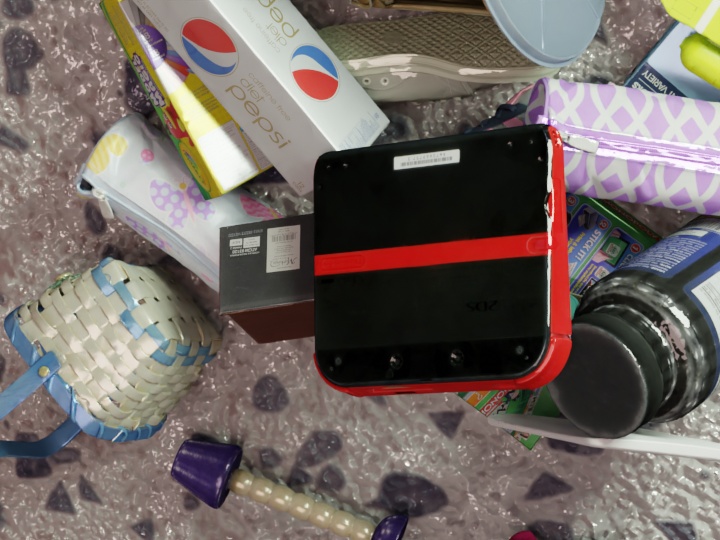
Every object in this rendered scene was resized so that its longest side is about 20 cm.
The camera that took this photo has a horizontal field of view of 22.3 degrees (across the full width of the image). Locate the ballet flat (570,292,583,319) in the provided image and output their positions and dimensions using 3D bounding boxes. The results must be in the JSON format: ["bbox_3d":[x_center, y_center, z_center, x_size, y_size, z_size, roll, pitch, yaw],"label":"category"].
[{"bbox_3d":[0.167,0.053,1.402,0.199,0.068,0.062,25,136,10],"label":"ballet flat"}]

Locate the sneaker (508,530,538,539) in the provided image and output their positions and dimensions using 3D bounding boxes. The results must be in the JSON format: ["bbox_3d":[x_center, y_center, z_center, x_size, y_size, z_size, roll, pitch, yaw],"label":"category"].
[{"bbox_3d":[0.206,0.259,1.465,0.199,0.081,0.075,4,105,14],"label":"sneaker"}]

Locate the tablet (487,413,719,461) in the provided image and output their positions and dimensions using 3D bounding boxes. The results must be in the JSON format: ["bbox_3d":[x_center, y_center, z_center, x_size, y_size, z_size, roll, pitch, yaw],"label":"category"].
[{"bbox_3d":[0.187,0.123,1.354,0.130,0.200,0.014,8,87,-18],"label":"tablet"}]

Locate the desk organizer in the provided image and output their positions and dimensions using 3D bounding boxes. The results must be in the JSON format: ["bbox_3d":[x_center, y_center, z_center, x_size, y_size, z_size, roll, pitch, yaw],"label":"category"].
[{"bbox_3d":[0.000,0.000,1.370,0.199,0.077,0.072,-8,66,16],"label":"desk organizer"}]

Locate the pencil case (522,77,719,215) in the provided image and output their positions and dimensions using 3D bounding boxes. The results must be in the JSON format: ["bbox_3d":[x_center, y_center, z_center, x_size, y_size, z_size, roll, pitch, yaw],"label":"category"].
[{"bbox_3d":[0.207,-0.086,1.289,0.199,0.085,0.084,7,87,-5],"label":"pencil case"}]

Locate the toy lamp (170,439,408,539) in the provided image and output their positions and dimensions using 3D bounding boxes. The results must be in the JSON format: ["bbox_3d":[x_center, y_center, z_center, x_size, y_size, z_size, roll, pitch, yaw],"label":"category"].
[{"bbox_3d":[-0.062,0.193,1.525,0.199,0.058,0.058,21,110,8],"label":"toy lamp"}]

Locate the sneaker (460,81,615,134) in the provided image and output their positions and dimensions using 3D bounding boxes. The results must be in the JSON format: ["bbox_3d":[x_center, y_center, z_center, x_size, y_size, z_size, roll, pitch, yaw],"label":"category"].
[{"bbox_3d":[0.106,-0.095,1.366,0.199,0.070,0.082,-4,89,1],"label":"sneaker"}]

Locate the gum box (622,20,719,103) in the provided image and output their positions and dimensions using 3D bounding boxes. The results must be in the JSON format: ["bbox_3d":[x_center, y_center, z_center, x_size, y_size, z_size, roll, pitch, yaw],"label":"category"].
[{"bbox_3d":[0.318,-0.156,1.331,0.170,0.045,0.200,40,112,0],"label":"gum box"}]

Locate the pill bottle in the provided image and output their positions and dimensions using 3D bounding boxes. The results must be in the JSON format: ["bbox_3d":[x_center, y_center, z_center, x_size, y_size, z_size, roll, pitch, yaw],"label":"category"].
[{"bbox_3d":[0.220,0.039,1.291,0.112,0.200,0.112,22,125,35],"label":"pill bottle"}]

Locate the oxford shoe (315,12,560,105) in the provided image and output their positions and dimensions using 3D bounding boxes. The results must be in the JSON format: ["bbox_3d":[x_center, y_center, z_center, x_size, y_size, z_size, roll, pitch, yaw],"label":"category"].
[{"bbox_3d":[0.055,-0.155,1.391,0.199,0.075,0.058,-2,132,11],"label":"oxford shoe"}]

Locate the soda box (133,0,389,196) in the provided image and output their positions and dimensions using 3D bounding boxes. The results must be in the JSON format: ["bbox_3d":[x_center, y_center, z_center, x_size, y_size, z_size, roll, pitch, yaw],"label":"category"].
[{"bbox_3d":[-0.074,-0.156,1.351,0.200,0.064,0.068,50,139,-12],"label":"soda box"}]

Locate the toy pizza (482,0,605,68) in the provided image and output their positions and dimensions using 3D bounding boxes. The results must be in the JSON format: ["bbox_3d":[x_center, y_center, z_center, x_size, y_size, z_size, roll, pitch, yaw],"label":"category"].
[{"bbox_3d":[0.115,-0.240,1.281,0.032,0.200,0.201,-7,105,35],"label":"toy pizza"}]

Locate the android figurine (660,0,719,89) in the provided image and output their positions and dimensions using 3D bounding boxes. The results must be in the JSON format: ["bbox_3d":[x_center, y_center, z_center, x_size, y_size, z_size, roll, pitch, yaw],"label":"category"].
[{"bbox_3d":[0.291,-0.206,1.278,0.200,0.041,0.182,31,111,5],"label":"android figurine"}]

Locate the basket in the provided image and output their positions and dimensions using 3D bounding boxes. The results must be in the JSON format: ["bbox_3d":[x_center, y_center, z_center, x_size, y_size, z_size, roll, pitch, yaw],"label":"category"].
[{"bbox_3d":[-0.222,0.085,1.478,0.200,0.176,0.139,-45,77,8],"label":"basket"}]

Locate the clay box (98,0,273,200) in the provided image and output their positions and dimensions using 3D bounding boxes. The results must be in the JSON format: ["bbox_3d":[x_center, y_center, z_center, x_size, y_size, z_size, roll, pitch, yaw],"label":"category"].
[{"bbox_3d":[-0.114,-0.169,1.405,0.115,0.048,0.201,-31,98,-22],"label":"clay box"}]

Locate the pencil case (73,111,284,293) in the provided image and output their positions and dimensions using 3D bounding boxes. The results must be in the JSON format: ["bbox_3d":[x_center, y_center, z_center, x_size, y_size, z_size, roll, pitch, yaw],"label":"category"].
[{"bbox_3d":[-0.130,-0.041,1.455,0.200,0.091,0.083,35,114,1],"label":"pencil case"}]

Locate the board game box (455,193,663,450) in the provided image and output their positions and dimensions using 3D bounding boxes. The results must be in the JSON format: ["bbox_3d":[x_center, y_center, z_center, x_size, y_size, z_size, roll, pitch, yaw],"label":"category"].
[{"bbox_3d":[0.139,0.026,1.439,0.134,0.029,0.200,36,111,0],"label":"board game box"}]

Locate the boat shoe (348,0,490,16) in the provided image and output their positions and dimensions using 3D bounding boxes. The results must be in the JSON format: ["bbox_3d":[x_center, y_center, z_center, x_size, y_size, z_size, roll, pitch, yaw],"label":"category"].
[{"bbox_3d":[0.043,-0.223,1.361,0.200,0.063,0.073,9,134,8],"label":"boat shoe"}]

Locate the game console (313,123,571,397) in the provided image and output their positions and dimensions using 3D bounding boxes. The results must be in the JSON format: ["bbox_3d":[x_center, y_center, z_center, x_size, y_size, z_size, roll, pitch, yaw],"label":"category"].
[{"bbox_3d":[0.053,-0.004,1.268,0.199,0.031,0.178,-5,80,32],"label":"game console"}]
